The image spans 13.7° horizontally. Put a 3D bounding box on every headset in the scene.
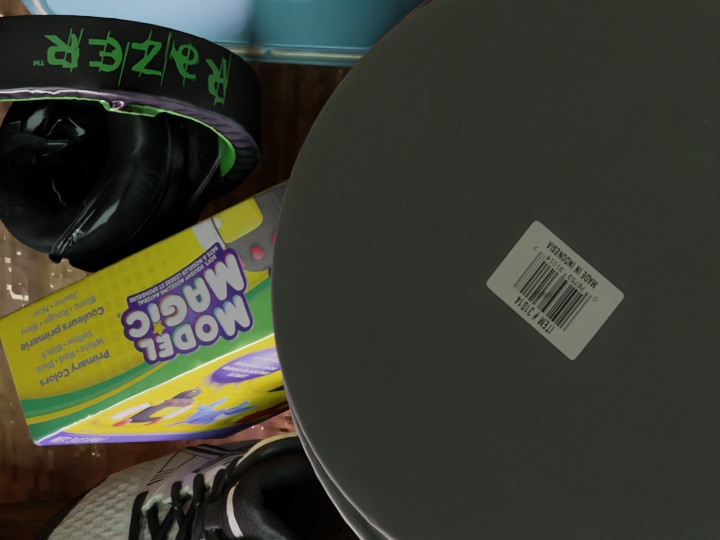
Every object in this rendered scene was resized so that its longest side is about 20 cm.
[{"bbox_3d":[-0.110,-0.022,0.935,0.123,0.094,0.200,8,163,-28],"label":"headset"}]

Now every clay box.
[{"bbox_3d":[0.000,0.000,0.936,0.200,0.115,0.048,-24,77,27],"label":"clay box"}]

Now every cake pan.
[{"bbox_3d":[0.060,0.004,0.817,0.200,0.037,0.200,-2,84,24],"label":"cake pan"}]

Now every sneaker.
[{"bbox_3d":[-0.032,0.080,0.983,0.200,0.076,0.088,-10,158,24],"label":"sneaker"}]

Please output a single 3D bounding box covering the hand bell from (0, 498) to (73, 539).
[{"bbox_3d":[-0.043,0.111,1.064,0.200,0.104,0.104,12,130,18],"label":"hand bell"}]

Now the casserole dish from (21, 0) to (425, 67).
[{"bbox_3d":[-0.028,-0.112,0.901,0.200,0.039,0.121,5,128,8],"label":"casserole dish"}]
